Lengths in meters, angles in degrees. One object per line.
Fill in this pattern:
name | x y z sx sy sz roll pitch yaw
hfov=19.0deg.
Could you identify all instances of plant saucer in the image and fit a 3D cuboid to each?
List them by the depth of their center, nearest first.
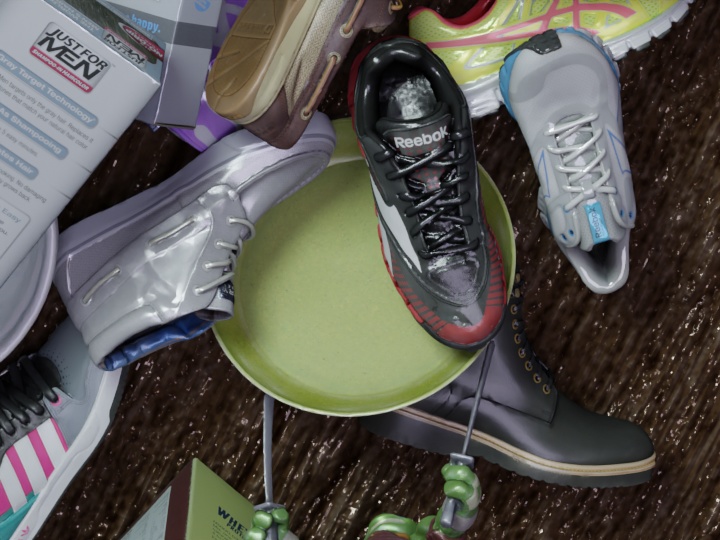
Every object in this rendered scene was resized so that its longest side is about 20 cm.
plant saucer | 0.000 0.000 1.351 0.198 0.031 0.202 -3 68 9

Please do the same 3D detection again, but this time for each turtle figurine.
turtle figurine | -0.003 0.157 1.301 0.143 0.194 0.202 9 110 1

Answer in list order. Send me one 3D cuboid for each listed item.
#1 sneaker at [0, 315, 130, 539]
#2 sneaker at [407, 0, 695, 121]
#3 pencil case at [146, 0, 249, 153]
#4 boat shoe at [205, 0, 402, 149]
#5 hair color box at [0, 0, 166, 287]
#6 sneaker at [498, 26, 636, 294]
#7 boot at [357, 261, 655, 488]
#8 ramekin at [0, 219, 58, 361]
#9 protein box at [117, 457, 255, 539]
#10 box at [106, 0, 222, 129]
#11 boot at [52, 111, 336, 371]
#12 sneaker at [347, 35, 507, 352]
sneaker | -0.235 0.092 1.343 0.120 0.084 0.201 23 101 -44
sneaker | 0.120 -0.165 1.355 0.199 0.078 0.091 -23 98 -4
pencil case | -0.059 -0.161 1.329 0.200 0.084 0.086 -44 84 2
boat shoe | -0.014 -0.164 1.263 0.072 0.072 0.201 34 80 -35
hair color box | -0.206 -0.070 1.200 0.099 0.061 0.200 35 112 -18
sneaker | 0.140 -0.063 1.327 0.074 0.087 0.201 -18 137 5
boot | 0.111 0.058 1.400 0.198 0.077 0.139 12 103 -11
ramekin | -0.284 -0.030 1.310 0.198 0.105 0.202 -2 104 -8
protein box | -0.079 0.262 1.349 0.198 0.200 0.135 41 103 -14
box | -0.143 -0.200 1.274 0.041 0.155 0.202 2 105 -53
boot | -0.090 -0.013 1.318 0.199 0.074 0.096 -29 65 5
sneaker | 0.039 -0.050 1.283 0.070 0.098 0.202 -15 83 -1
